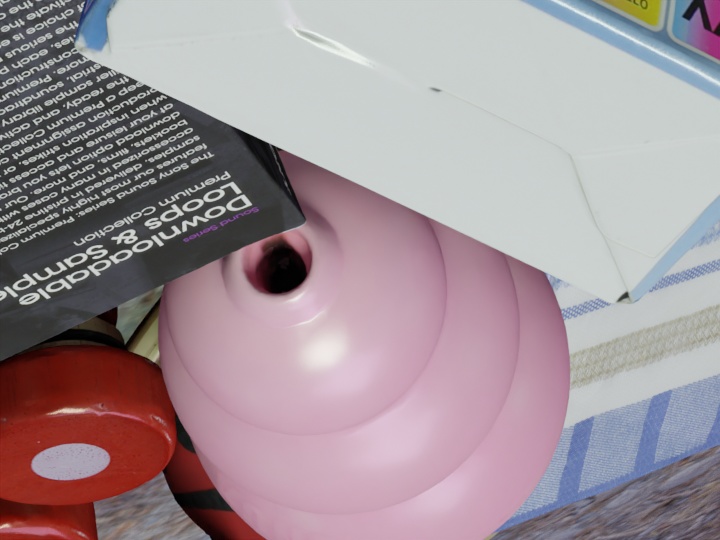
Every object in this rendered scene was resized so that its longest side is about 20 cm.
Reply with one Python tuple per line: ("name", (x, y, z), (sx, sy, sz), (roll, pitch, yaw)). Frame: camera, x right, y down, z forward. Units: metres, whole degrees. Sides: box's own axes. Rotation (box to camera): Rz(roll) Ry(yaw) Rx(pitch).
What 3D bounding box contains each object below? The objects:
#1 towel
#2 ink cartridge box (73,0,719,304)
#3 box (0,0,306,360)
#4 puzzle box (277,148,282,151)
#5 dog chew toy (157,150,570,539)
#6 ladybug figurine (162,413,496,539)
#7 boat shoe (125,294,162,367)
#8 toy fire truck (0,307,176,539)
("towel", (0.103, -0.005, 0.926), (0.146, 0.024, 0.201), (-17, 131, -33))
("ink cartridge box", (0.028, -0.112, 0.573), (0.136, 0.201, 0.076), (24, 138, -17))
("box", (-0.109, -0.031, 0.604), (0.142, 0.036, 0.200), (-24, 153, 7))
("puzzle box", (0.009, -0.102, 0.731), (0.132, 0.026, 0.201), (-12, 147, -13))
("dog chew toy", (-0.004, 0.021, 0.776), (0.124, 0.125, 0.200), (-28, 164, 3))
("ladybug figurine", (-0.018, 0.068, 1.023), (0.072, 0.136, 0.200), (-41, -166, -31))
("boat shoe", (0.000, 0.000, 0.921), (0.200, 0.072, 0.072), (-35, 169, -39))
("toy fire truck", (-0.156, 0.027, 0.830), (0.167, 0.113, 0.200), (4, 148, -23))
